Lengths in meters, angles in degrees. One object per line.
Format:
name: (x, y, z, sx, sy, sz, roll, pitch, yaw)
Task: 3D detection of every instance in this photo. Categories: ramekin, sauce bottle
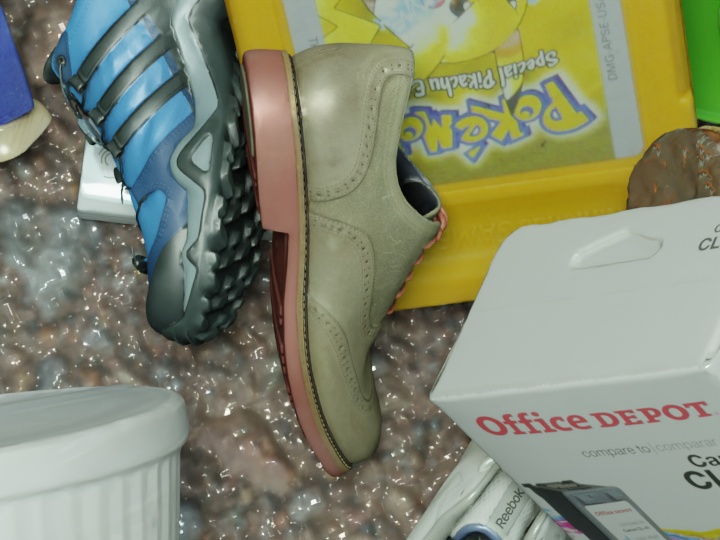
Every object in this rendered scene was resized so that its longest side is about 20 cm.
ramekin: (-0.160, 0.105, 0.972, 0.202, 0.202, 0.094, -7, 94, -3)
sauce bottle: (0.198, -0.017, 1.020, 0.200, 0.066, 0.066, 8, 79, -35)

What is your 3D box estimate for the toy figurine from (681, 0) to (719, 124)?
toy figurine: (0.176, -0.191, 1.038, 0.150, 0.200, 0.184, 26, 55, 33)

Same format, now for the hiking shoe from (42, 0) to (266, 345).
hiking shoe: (-0.085, -0.066, 1.040, 0.087, 0.074, 0.200, -4, 76, 13)

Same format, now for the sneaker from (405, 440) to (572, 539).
sneaker: (0.070, 0.089, 1.030, 0.074, 0.087, 0.200, 31, 80, 5)

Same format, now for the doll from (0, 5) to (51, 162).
doll: (-0.196, -0.135, 1.016, 0.136, 0.048, 0.200, -3, 123, 23)

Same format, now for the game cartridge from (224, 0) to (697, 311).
game cartridge: (0.042, -0.077, 1.005, 0.176, 0.032, 0.200, -8, 120, 8)

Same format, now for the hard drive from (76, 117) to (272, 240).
hard drive: (-0.014, -0.077, 1.084, 0.200, 0.027, 0.132, 7, 81, 0)

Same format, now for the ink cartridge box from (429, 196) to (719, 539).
ink cartridge box: (0.146, 0.070, 0.958, 0.200, 0.148, 0.086, 43, 57, -28)

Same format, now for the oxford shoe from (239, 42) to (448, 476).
oxford shoe: (0.000, 0.000, 1.001, 0.075, 0.200, 0.070, -9, 39, -3)
